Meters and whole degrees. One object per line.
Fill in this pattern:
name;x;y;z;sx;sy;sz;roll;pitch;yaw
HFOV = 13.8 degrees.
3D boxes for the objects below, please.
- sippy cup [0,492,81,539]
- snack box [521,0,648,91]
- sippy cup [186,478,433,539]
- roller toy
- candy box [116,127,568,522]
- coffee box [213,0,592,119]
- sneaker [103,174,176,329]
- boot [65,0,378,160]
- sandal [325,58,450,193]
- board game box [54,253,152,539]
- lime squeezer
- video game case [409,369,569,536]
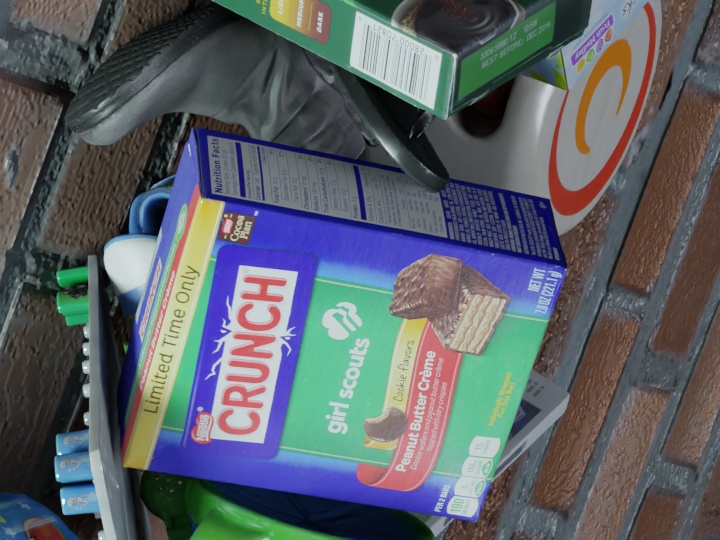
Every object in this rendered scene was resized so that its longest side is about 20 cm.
sippy cup;-0.212;0.178;1.566;0.178;0.140;0.130;-54;164;26
snack box;0.079;-0.202;1.686;0.169;0.200;0.068;-47;141;-27
sippy cup;-0.040;0.188;1.615;0.177;0.140;0.131;11;99;-22
roller toy;0.084;-0.123;1.790;0.183;0.139;0.200;-49;151;-38
candy box;-0.013;0.031;1.561;0.199;0.077;0.170;11;120;-12
coffee box;0.004;-0.155;1.534;0.123;0.200;0.044;-32;140;-40
sneaker;-0.076;-0.030;1.672;0.082;0.074;0.200;53;38;-13
boot;-0.060;-0.086;1.626;0.200;0.070;0.132;-38;108;-35
sandal;0.014;-0.118;1.568;0.048;0.201;0.075;-39;128;16
board game box;-0.136;0.126;1.603;0.200;0.026;0.201;-99;-179;-58
lime squeezer;-0.103;0.141;1.685;0.038;0.071;0.201;-21;102;-17
video game case;0.018;0.091;1.799;0.200;0.143;0.018;-39;154;-45
